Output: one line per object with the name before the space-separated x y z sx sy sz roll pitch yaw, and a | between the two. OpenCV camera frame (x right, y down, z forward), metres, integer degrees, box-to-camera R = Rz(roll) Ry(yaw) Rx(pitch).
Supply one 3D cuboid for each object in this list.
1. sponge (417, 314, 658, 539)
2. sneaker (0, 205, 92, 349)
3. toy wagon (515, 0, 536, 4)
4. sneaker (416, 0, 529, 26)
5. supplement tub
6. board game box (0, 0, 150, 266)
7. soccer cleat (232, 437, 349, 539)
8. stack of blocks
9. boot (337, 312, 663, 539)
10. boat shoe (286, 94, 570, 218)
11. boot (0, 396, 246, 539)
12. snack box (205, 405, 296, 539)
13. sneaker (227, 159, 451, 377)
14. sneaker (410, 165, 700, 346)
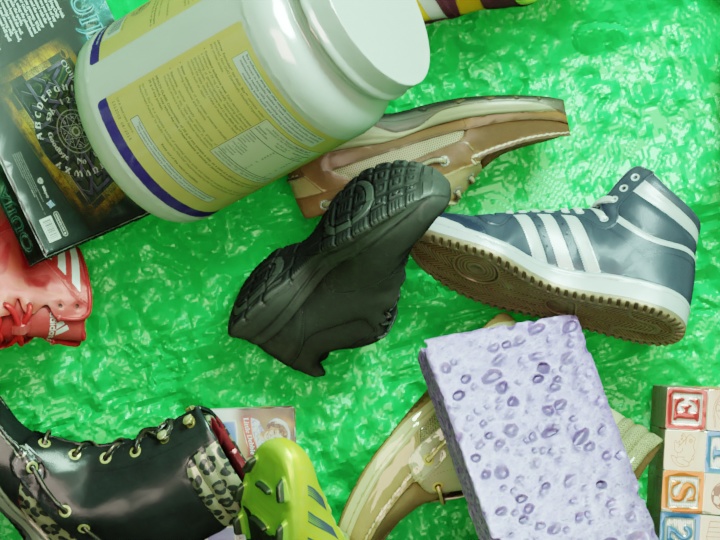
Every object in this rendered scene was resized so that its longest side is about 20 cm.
sponge | 0.119 0.128 1.637 0.111 0.030 0.200 -10 63 -16
sneaker | -0.242 0.033 1.645 0.115 0.078 0.200 24 51 -1
toy wagon | 0.124 -0.257 1.706 0.200 0.040 0.155 -17 61 -30
sneaker | 0.026 -0.188 1.719 0.200 0.075 0.090 7 110 -7
supplement tub | -0.070 -0.132 1.628 0.200 0.145 0.145 -26 91 27
board game box | -0.208 -0.118 1.685 0.135 0.028 0.200 -25 91 -38
soccer cleat | -0.031 0.191 1.661 0.084 0.065 0.200 -23 120 -27
stack of blocks | 0.258 0.182 1.726 0.115 0.059 0.200 3 89 -4
boot | 0.093 0.149 1.697 0.155 0.073 0.200 38 81 12
boat shoe | 0.046 -0.077 1.716 0.200 0.076 0.074 -9 95 4
boot | -0.174 0.120 1.679 0.154 0.073 0.204 -32 98 9
snack box | -0.077 0.194 1.721 0.072 0.024 0.200 -2 89 -2
sneaker | 0.000 0.000 1.680 0.091 0.076 0.200 38 128 -18
sneaker | 0.137 -0.026 1.707 0.200 0.070 0.109 17 63 4
